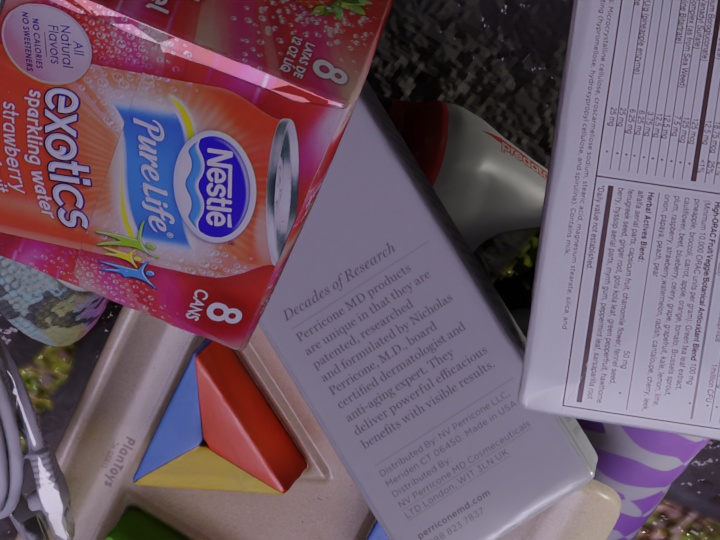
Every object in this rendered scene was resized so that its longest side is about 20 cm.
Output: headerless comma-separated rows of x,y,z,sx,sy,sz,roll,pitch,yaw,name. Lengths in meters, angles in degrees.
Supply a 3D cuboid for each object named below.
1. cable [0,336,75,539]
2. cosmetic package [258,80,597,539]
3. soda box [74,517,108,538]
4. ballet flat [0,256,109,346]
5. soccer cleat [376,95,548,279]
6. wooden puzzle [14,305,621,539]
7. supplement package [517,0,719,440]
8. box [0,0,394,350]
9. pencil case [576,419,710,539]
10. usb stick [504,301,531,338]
-0.202,0.018,0.929,0.200,0.069,0.201,22,137,50,cable
0.000,0.000,0.841,0.071,0.101,0.201,-32,85,4,cosmetic package
-0.031,0.120,1.014,0.199,0.064,0.070,28,166,3,soda box
-0.108,-0.046,0.792,0.071,0.069,0.201,-1,137,25,ballet flat
0.004,0.012,0.971,0.085,0.069,0.200,23,132,-16,soccer cleat
-0.028,0.114,0.936,0.199,0.046,0.186,28,115,2,wooden puzzle
0.159,-0.030,0.777,0.199,0.191,0.148,8,100,4,supplement package
-0.037,-0.089,0.709,0.095,0.201,0.100,22,133,-4,box
0.106,0.053,0.979,0.085,0.084,0.200,-10,149,-34,pencil case
0.027,0.054,0.981,0.055,0.033,0.200,-2,163,-26,usb stick
